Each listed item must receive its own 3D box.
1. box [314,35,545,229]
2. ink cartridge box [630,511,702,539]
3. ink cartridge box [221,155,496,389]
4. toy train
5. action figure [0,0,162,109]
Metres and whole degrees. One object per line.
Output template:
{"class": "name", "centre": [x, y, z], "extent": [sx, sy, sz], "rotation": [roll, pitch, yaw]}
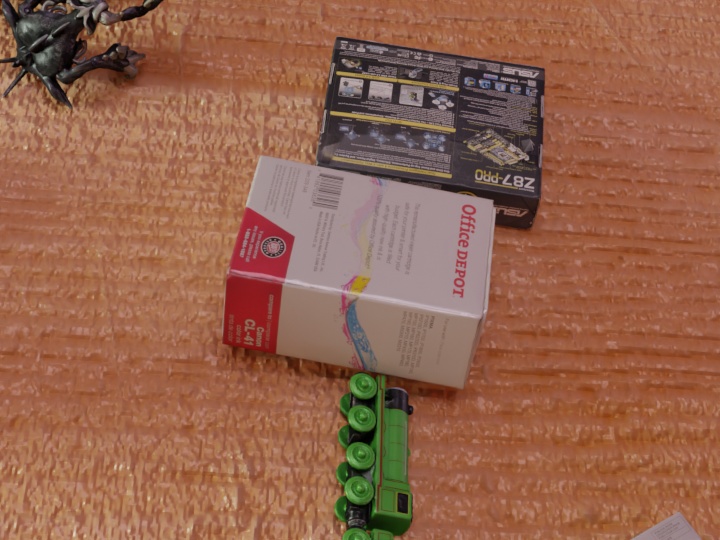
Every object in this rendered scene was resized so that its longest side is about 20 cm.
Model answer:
{"class": "box", "centre": [0.064, -0.126, 1.272], "extent": [0.197, 0.049, 0.163], "rotation": [8, 50, -2]}
{"class": "ink cartridge box", "centre": [0.172, 0.256, 0.996], "extent": [0.198, 0.044, 0.094], "rotation": [-24, 58, -24]}
{"class": "ink cartridge box", "centre": [0.000, 0.000, 1.131], "extent": [0.197, 0.086, 0.149], "rotation": [12, 42, 0]}
{"class": "toy train", "centre": [0.011, 0.162, 1.050], "extent": [0.056, 0.042, 0.202], "rotation": [12, 51, -11]}
{"class": "action figure", "centre": [-0.236, -0.222, 1.270], "extent": [0.199, 0.102, 0.120], "rotation": [-31, 87, 16]}
